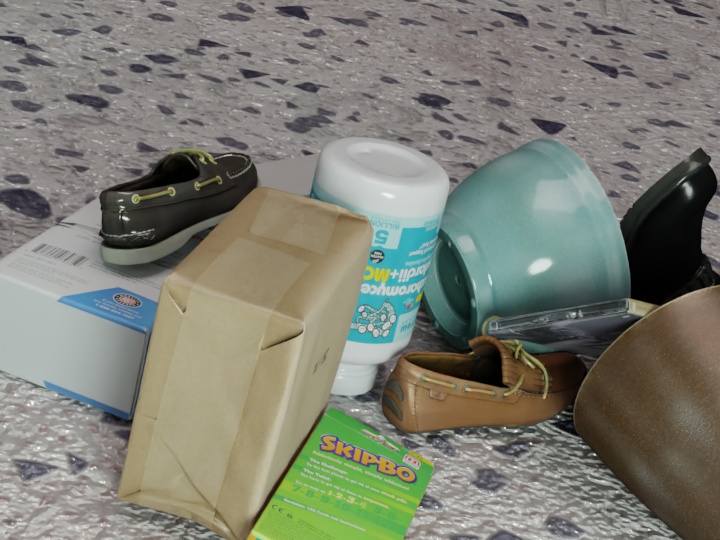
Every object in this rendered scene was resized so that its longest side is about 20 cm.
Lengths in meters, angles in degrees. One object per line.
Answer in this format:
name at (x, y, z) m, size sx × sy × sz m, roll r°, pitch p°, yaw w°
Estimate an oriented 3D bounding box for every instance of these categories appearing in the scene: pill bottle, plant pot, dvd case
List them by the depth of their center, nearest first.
plant pot at (0.293, 0.146, 1.259) m, size 0.186 × 0.188 × 0.200 m, roll -2°, pitch 42°, yaw -32°
pill bottle at (0.000, 0.000, 1.357) m, size 0.110 × 0.201 × 0.111 m, roll 11°, pitch 25°, yaw -5°
dvd case at (0.226, 0.054, 1.358) m, size 0.199 × 0.016 × 0.148 m, roll 12°, pitch -16°, yaw -41°
plant pot at (0.130, -0.004, 1.475) m, size 0.134 × 0.201 × 0.200 m, roll -18°, pitch 35°, yaw -21°

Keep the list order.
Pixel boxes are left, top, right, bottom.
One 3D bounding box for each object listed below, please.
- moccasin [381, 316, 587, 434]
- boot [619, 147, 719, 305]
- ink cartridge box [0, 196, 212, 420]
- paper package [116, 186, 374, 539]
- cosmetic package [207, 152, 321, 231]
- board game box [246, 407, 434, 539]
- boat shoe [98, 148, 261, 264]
moccasin at (0.109, 0.086, 1.379) m, size 0.200 × 0.078 × 0.074 m, roll 0°, pitch 26°, yaw -29°
boot at (0.299, 0.003, 1.435) m, size 0.158 × 0.211 × 0.079 m, roll 42°, pitch 57°, yaw 15°
ink cartridge box at (-0.199, 0.024, 1.337) m, size 0.144 × 0.084 × 0.200 m, roll 19°, pitch 25°, yaw 12°
paper package at (-0.078, 0.064, 1.183) m, size 0.103 × 0.192 × 0.200 m, roll 18°, pitch 24°, yaw 8°
cosmetic package at (-0.080, -0.044, 1.464) m, size 0.199 × 0.085 × 0.108 m, roll -7°, pitch 22°, yaw 11°
board game box at (-0.011, 0.168, 1.178) m, size 0.095 × 0.030 × 0.200 m, roll 29°, pitch 28°, yaw 3°
boat shoe at (-0.144, -0.066, 1.353) m, size 0.071 × 0.061 × 0.201 m, roll 5°, pitch 23°, yaw 27°
